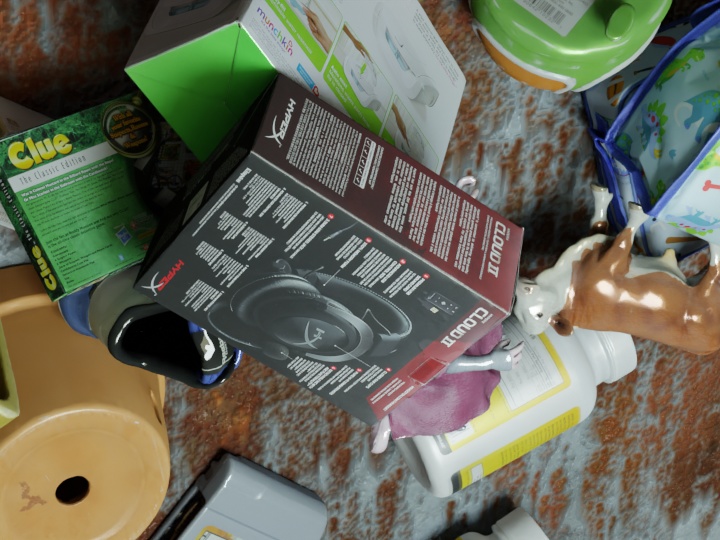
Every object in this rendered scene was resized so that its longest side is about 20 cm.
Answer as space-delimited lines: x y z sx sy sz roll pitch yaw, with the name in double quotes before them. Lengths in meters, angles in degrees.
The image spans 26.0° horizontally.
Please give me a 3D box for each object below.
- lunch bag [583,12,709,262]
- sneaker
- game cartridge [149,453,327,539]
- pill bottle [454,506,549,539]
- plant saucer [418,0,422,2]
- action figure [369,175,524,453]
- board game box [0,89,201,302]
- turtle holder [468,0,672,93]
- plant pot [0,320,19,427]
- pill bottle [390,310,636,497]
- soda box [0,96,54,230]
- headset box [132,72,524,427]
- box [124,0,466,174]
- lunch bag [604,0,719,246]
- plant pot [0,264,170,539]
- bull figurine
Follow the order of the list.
"lunch bag" 0.259 -0.109 1.251 0.160 0.076 0.201 -25 127 -7
"sneaker" -0.089 0.027 1.030 0.199 0.115 0.081 -14 122 -22
"game cartridge" -0.121 0.252 1.292 0.133 0.042 0.200 32 100 -34
"pill bottle" 0.090 0.306 1.385 0.200 0.114 0.114 -34 129 -5
"plant saucer" 0.023 -0.262 1.056 0.199 0.035 0.201 -13 123 -21
"action figure" 0.037 0.028 1.096 0.148 0.134 0.200 -17 148 15
"board game box" -0.142 -0.062 1.010 0.200 0.023 0.105 -27 92 -43
"turtle holder" 0.148 -0.213 1.102 0.140 0.186 0.132 9 159 -3
"plant pot" -0.359 0.049 0.950 0.200 0.194 0.195 -42 130 12
"pill bottle" 0.121 0.093 1.275 0.199 0.112 0.112 -27 128 -11
"soda box" -0.175 -0.047 1.059 0.200 0.068 0.064 22 107 -36
"headset box" -0.011 -0.002 0.934 0.200 0.077 0.149 30 135 -16
"box" -0.030 -0.127 0.997 0.096 0.177 0.200 -16 130 32
"lunch bag" 0.308 -0.117 1.142 0.170 0.128 0.200 18 124 -30
"plant pot" -0.218 0.116 1.090 0.199 0.140 0.201 -14 125 -21
"bull figurine" 0.210 0.006 1.219 0.199 0.065 0.122 13 106 -21
